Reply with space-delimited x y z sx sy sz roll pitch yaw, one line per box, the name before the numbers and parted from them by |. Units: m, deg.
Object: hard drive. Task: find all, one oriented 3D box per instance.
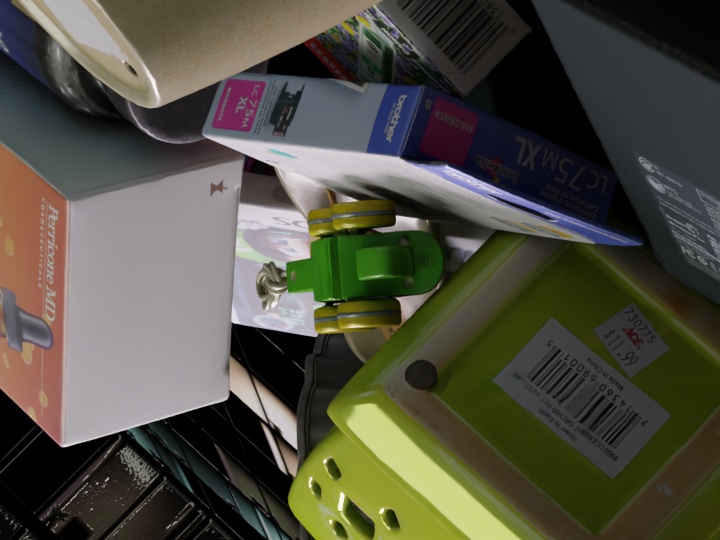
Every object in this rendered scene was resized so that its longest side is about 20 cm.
hard drive | 0.147 -0.042 1.085 0.140 0.033 0.200 35 164 41

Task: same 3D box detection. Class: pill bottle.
pill bottle | -0.134 -0.144 1.387 0.200 0.112 0.112 37 166 45

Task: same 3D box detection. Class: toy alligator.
toy alligator | 0.000 0.000 1.310 0.200 0.054 0.059 167 100 -73

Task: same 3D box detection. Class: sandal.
sandal | 0.003 -0.006 1.394 0.080 0.054 0.200 1 136 17

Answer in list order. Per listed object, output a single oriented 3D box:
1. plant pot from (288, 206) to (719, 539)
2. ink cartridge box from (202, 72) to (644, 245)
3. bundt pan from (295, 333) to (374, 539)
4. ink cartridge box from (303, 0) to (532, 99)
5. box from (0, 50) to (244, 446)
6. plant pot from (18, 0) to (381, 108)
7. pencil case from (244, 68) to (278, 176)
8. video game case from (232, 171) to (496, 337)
plant pot | 0.098 0.086 1.303 0.200 0.199 0.182 42 162 13
ink cartridge box | 0.029 -0.052 1.224 0.119 0.042 0.200 22 176 -33
bundt pan | 0.027 0.126 1.528 0.076 0.202 0.202 -5 148 16
ink cartridge box | -0.002 -0.125 1.260 0.109 0.050 0.200 46 167 -10
box | -0.162 -0.026 1.444 0.200 0.106 0.152 37 132 44
plant pot | -0.029 -0.154 0.902 0.187 0.200 0.187 42 168 11
pencil case | -0.095 -0.096 1.588 0.200 0.088 0.088 38 166 36
video game case | 0.004 0.002 1.511 0.182 0.023 0.200 10 160 9
